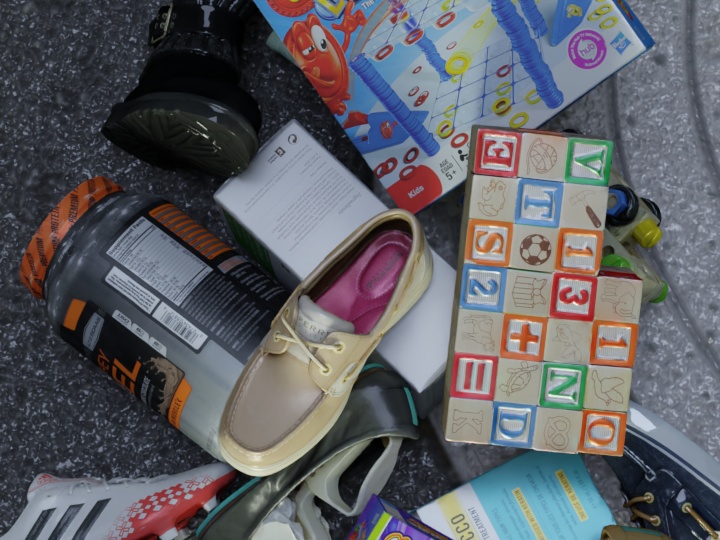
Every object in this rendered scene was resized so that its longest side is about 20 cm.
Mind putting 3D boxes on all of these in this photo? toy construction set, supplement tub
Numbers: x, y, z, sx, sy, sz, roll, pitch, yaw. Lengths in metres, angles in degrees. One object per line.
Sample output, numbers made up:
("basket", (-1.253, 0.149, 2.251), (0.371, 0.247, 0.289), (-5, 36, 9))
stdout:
("toy construction set", (0.137, -0.023, 1.322), (0.131, 0.092, 0.200), (-47, 69, 16))
("supplement tub", (-0.129, 0.030, 1.296), (0.200, 0.123, 0.123), (36, 79, 12))

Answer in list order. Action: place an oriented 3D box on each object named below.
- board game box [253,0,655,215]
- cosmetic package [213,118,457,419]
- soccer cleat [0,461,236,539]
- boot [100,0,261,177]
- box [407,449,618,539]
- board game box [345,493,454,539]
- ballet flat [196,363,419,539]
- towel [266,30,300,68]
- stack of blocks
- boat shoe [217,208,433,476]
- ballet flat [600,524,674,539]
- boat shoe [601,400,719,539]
("board game box", (0.058, -0.171, 1.248), (0.200, 0.056, 0.196), (-36, 89, 17))
("cosmetic package", (0.000, 0.000, 1.307), (0.085, 0.108, 0.200), (-44, 76, -9))
("soccer cleat", (-0.183, 0.168, 1.291), (0.200, 0.069, 0.085), (-28, 81, 0))
("boot", (-0.103, -0.154, 1.313), (0.079, 0.211, 0.158), (34, 79, -26))
("box", (0.071, 0.193, 1.280), (0.200, 0.049, 0.082), (-27, 75, -5))
("board game box", (0.016, 0.266, 1.219), (0.134, 0.045, 0.200), (30, 93, -12))
("ballet flat", (-0.035, 0.147, 1.249), (0.200, 0.068, 0.068), (-47, 62, 25))
("towel", (0.051, -0.168, 1.360), (0.200, 0.023, 0.153), (38, 74, 28))
("stack of blocks", (0.119, 0.011, 1.201), (0.115, 0.059, 0.200), (5, 96, -1))
("boat shoe", (-0.025, 0.038, 1.192), (0.074, 0.069, 0.200), (29, 68, 16))
("ballet flat", (0.140, 0.253, 1.230), (0.063, 0.069, 0.200), (24, 97, -17))
("boat shoe", (0.204, 0.162, 1.263), (0.200, 0.071, 0.091), (36, 80, 1))
